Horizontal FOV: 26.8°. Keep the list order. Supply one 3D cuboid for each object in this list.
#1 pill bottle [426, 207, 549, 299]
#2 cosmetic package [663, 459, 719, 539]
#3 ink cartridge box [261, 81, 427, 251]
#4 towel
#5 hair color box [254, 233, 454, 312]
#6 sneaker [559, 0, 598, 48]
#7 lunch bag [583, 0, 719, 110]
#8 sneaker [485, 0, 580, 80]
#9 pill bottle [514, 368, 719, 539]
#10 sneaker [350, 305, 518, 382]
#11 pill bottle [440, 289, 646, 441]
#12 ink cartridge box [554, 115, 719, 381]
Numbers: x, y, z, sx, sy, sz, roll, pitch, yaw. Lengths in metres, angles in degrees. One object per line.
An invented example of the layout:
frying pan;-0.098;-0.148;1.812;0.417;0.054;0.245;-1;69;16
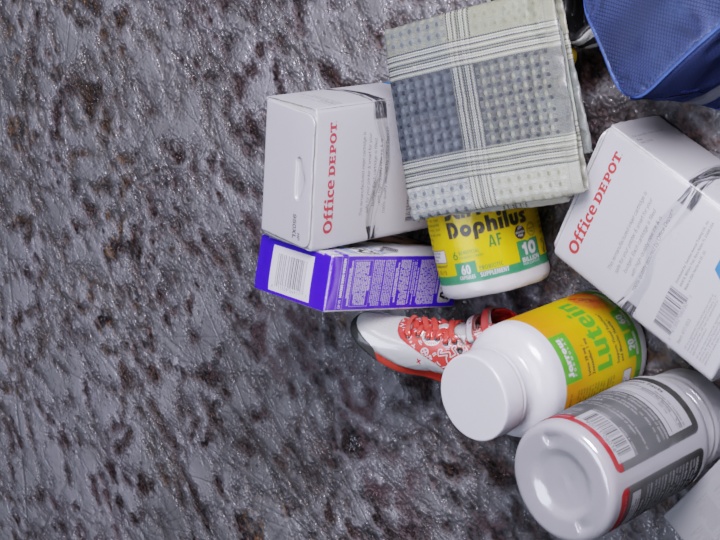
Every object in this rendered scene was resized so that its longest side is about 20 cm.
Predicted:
pill bottle;0.116;-0.080;1.508;0.112;0.112;0.201;-7;97;48
cosmetic package;0.367;0.194;1.374;0.083;0.050;0.200;54;135;23
ink cartridge box;0.001;-0.112;1.549;0.084;0.199;0.146;21;115;45
towel;0.119;-0.150;1.409;0.199;0.034;0.194;-7;93;36
hair color box;0.000;0.000;1.589;0.109;0.199;0.065;18;101;42
sneaker;0.224;-0.291;1.350;0.074;0.080;0.201;26;119;41
lunch bag;0.301;-0.232;1.250;0.200;0.132;0.137;-43;55;46
sneaker;0.173;-0.221;1.417;0.090;0.070;0.201;22;126;63
pill bottle;0.245;0.163;1.383;0.114;0.199;0.115;18;116;42
sneaker;0.096;0.068;1.565;0.201;0.067;0.108;27;129;0
pill bottle;0.172;0.094;1.438;0.111;0.199;0.112;18;115;42
ink cartridge box;0.290;-0.024;1.359;0.200;0.086;0.147;43;130;31
